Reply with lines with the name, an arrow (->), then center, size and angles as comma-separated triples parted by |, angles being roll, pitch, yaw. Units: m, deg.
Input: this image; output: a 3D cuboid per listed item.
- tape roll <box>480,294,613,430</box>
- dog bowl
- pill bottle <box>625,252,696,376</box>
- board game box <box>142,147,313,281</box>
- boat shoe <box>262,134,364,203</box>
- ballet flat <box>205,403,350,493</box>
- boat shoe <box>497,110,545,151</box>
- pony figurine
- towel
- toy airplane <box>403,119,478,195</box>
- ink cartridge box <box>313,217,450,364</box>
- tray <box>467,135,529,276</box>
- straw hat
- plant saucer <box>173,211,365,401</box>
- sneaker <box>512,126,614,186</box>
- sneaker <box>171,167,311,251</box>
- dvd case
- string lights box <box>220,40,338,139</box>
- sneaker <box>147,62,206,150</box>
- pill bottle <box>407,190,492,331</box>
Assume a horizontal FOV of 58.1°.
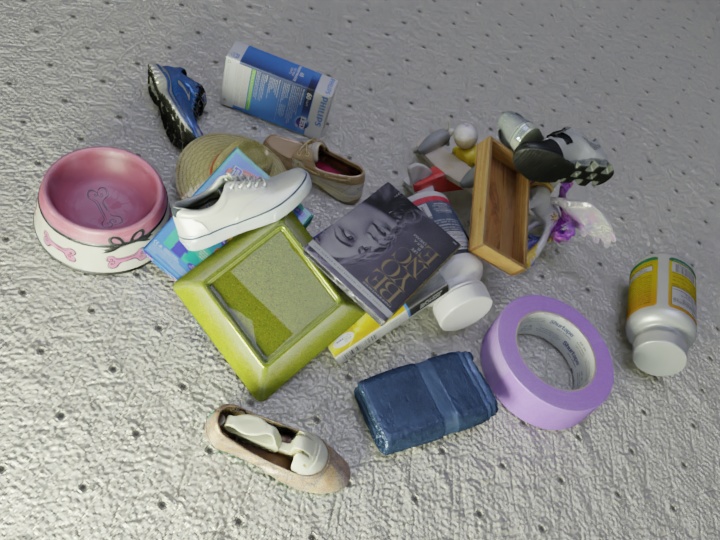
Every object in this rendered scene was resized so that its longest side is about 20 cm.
tape roll -> 0.290, 0.140, 1.009 | 0.195, 0.066, 0.204 | 11, 52, -13
dog bowl -> -0.369, -0.096, 0.939 | 0.195, 0.074, 0.204 | 10, 51, -12
pill bottle -> 0.516, 0.075, 1.113 | 0.111, 0.114, 0.202 | 25, 49, 1
board game box -> -0.185, -0.050, 0.927 | 0.151, 0.045, 0.201 | 40, 74, 0
boat shoe -> -0.078, -0.194, 1.126 | 0.197, 0.070, 0.074 | 25, 49, 0
ballet flat -> -0.099, 0.218, 0.799 | 0.196, 0.068, 0.069 | 20, 49, -5
boat shoe -> 0.283, -0.229, 1.138 | 0.072, 0.070, 0.200 | 51, 12, 20
pony figurine -> 0.336, -0.103, 1.154 | 0.199, 0.166, 0.195 | -41, 112, -12
towel -> 0.093, 0.184, 0.912 | 0.196, 0.049, 0.113 | -10, 58, -28
toy airplane -> 0.171, -0.195, 1.172 | 0.196, 0.144, 0.199 | 15, 33, 18
ink cartridge box -> 0.000, 0.000, 0.964 | 0.196, 0.047, 0.202 | -33, 69, -2
tray -> 0.223, -0.104, 1.033 | 0.097, 0.037, 0.204 | 26, 58, -27
straw hat -> -0.185, -0.160, 1.020 | 0.197, 0.085, 0.206 | 13, 62, -24
plant saucer -> -0.118, 0.035, 0.874 | 0.199, 0.048, 0.201 | -38, 88, -16
sneaker -> 0.327, -0.198, 1.076 | 0.196, 0.074, 0.091 | 5, 64, -28
sneaker -> -0.158, -0.097, 0.870 | 0.197, 0.072, 0.073 | -29, 41, -15
dvd case -> 0.035, -0.031, 0.907 | 0.148, 0.016, 0.199 | 41, 52, 11
string lights box -> -0.149, -0.325, 1.179 | 0.196, 0.104, 0.060 | 20, 48, -5
sneaker -> -0.300, -0.287, 1.111 | 0.087, 0.079, 0.202 | -14, 59, -26
pill bottle -> 0.126, -0.013, 1.030 | 0.117, 0.120, 0.203 | -8, 57, -25
